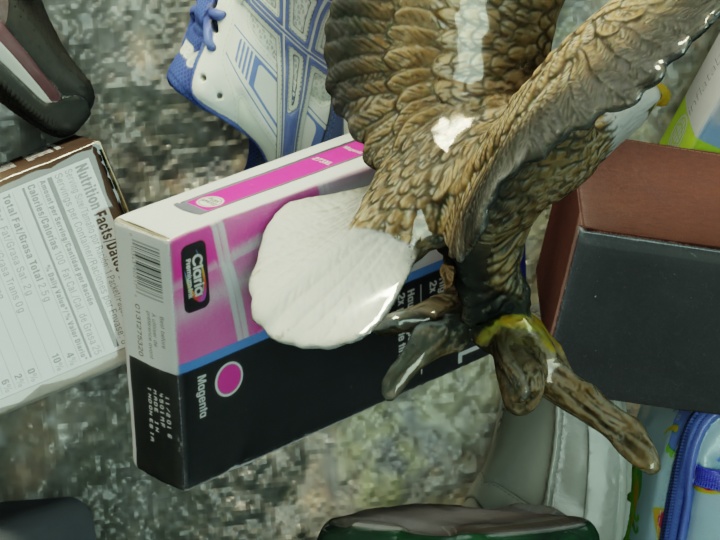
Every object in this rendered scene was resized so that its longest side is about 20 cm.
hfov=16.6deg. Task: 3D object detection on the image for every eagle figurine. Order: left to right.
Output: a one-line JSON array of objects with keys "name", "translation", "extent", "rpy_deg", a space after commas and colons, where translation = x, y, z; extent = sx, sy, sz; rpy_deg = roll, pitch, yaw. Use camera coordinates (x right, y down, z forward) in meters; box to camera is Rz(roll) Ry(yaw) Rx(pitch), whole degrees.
[{"name": "eagle figurine", "translation": [0.056, -0.059, 0.806], "extent": [0.151, 0.151, 0.201], "rpy_deg": [16, 123, 10]}]

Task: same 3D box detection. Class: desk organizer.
[{"name": "desk organizer", "translation": [0.168, 0.008, 0.925], "extent": [0.199, 0.077, 0.072], "rpy_deg": [8, 122, -5]}]

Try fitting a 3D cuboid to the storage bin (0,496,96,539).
[{"name": "storage bin", "translation": [-0.158, 0.177, 0.898], "extent": [0.145, 0.134, 0.201], "rpy_deg": [-6, 97, 22]}]

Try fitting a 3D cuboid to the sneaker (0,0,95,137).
[{"name": "sneaker", "translation": [-0.139, -0.154, 0.908], "extent": [0.115, 0.076, 0.200], "rpy_deg": [-41, 100, -8]}]

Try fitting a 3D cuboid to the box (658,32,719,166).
[{"name": "box", "translation": [0.198, -0.074, 0.950], "extent": [0.121, 0.048, 0.201], "rpy_deg": [21, 118, -11]}]

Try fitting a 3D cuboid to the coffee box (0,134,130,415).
[{"name": "coffee box", "translation": [-0.176, 0.024, 0.896], "extent": [0.199, 0.114, 0.080], "rpy_deg": [-23, 98, -9]}]

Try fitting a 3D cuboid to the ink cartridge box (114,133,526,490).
[{"name": "ink cartridge box", "translation": [0.000, 0.000, 0.893], "extent": [0.199, 0.037, 0.095], "rpy_deg": [-23, 121, -40]}]

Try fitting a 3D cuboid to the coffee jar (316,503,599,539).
[{"name": "coffee jar", "translation": [0.035, 0.188, 0.895], "extent": [0.104, 0.085, 0.201], "rpy_deg": [-1, 92, -48]}]

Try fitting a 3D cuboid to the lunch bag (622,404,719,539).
[{"name": "lunch bag", "translation": [0.200, 0.115, 0.981], "extent": [0.199, 0.082, 0.162], "rpy_deg": [7, 100, -13]}]

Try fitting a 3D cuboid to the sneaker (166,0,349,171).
[{"name": "sneaker", "translation": [-0.033, -0.097, 0.919], "extent": [0.088, 0.075, 0.201], "rpy_deg": [-14, 110, -3]}]

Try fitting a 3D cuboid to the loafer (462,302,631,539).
[{"name": "loafer", "translation": [0.063, 0.111, 0.970], "extent": [0.069, 0.070, 0.201], "rpy_deg": [1, 95, -19]}]
